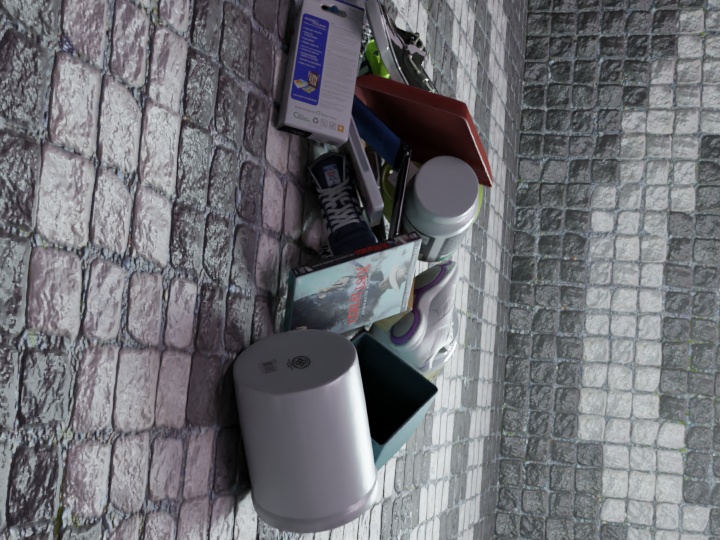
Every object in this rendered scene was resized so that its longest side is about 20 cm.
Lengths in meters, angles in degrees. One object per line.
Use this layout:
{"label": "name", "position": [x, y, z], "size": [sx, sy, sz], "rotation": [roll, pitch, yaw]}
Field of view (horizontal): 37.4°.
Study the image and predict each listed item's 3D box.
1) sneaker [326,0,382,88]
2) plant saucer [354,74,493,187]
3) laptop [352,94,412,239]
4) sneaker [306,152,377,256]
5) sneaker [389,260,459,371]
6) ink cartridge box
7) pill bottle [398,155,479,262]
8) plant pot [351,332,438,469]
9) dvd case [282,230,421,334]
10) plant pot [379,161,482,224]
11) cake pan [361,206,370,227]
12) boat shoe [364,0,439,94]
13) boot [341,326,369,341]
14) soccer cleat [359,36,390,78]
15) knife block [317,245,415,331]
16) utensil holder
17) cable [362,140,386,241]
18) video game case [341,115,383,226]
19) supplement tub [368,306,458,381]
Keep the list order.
{"label": "sneaker", "position": [-0.005, -0.357, 1.555], "size": [0.075, 0.086, 0.201], "rotation": [47, 38, -63]}
{"label": "plant saucer", "position": [0.094, -0.209, 1.541], "size": [0.037, 0.199, 0.200], "rotation": [-60, 152, -14]}
{"label": "laptop", "position": [0.010, -0.147, 1.579], "size": [0.187, 0.115, 0.202], "rotation": [104, -5, -84]}
{"label": "sneaker", "position": [-0.028, -0.092, 1.523], "size": [0.201, 0.070, 0.109], "rotation": [-107, 180, -51]}
{"label": "sneaker", "position": [0.111, 0.070, 1.674], "size": [0.100, 0.075, 0.201], "rotation": [52, 49, -28]}
{"label": "ink cartridge box", "position": [-0.053, -0.276, 1.451], "size": [0.037, 0.094, 0.202], "rotation": [-19, -120, 64]}
{"label": "pill bottle", "position": [0.116, -0.092, 1.599], "size": [0.200, 0.112, 0.114], "rotation": [106, -8, -74]}
{"label": "plant pot", "position": [-0.003, 0.228, 1.539], "size": [0.141, 0.141, 0.201], "rotation": [-38, 156, -40]}
{"label": "dvd case", "position": [-0.013, 0.028, 1.468], "size": [0.199, 0.022, 0.147], "rotation": [-18, 140, -27]}
{"label": "plant pot", "position": [0.101, -0.142, 1.824], "size": [0.200, 0.186, 0.189], "rotation": [10, 83, -73]}
{"label": "cake pan", "position": [0.001, -0.015, 1.769], "size": [0.200, 0.036, 0.202], "rotation": [3, 90, -74]}
{"label": "boat shoe", "position": [0.061, -0.316, 1.528], "size": [0.200, 0.063, 0.071], "rotation": [59, 12, -49]}
{"label": "boot", "position": [-0.058, 0.096, 1.582], "size": [0.200, 0.074, 0.098], "rotation": [-24, 92, -61]}
{"label": "soccer cleat", "position": [0.022, -0.303, 1.659], "size": [0.081, 0.067, 0.201], "rotation": [-122, -150, -56]}
{"label": "knife block", "position": [0.000, 0.000, 1.623], "size": [0.175, 0.064, 0.200], "rotation": [41, 27, -17]}
{"label": "utensil holder", "position": [-0.068, 0.199, 1.345], "size": [0.170, 0.169, 0.201], "rotation": [-58, 145, -59]}
{"label": "cable", "position": [0.010, -0.128, 1.721], "size": [0.097, 0.050, 0.202], "rotation": [61, 23, -81]}
{"label": "video game case", "position": [-0.009, -0.171, 1.540], "size": [0.143, 0.018, 0.201], "rotation": [96, -25, -82]}
{"label": "supplement tub", "position": [0.084, 0.118, 1.788], "size": [0.200, 0.144, 0.146], "rotation": [112, -11, -67]}
